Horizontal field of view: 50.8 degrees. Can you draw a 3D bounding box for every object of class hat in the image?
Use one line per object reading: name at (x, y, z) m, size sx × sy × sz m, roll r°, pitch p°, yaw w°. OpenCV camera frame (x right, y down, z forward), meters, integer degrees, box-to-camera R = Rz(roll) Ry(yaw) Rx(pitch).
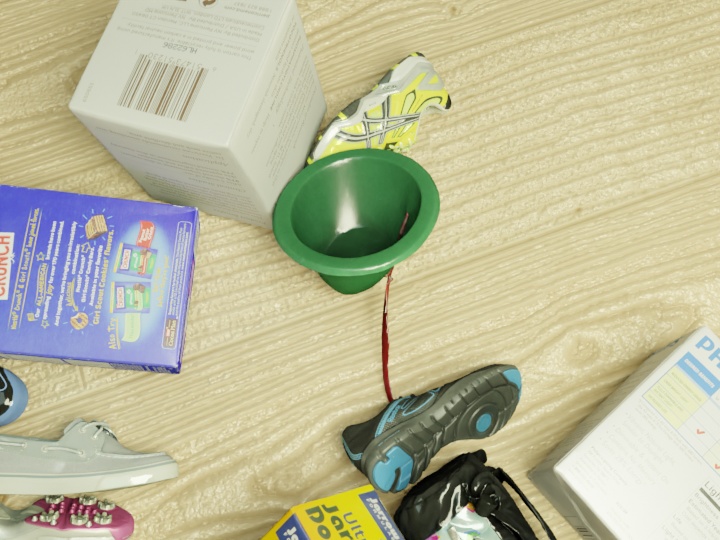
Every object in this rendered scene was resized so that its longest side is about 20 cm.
hat at (0.000, 0.000, 0.806) m, size 0.165 × 0.176 × 0.200 m, roll 15°, pitch 54°, yaw 20°

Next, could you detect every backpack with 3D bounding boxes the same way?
backpack at (0.117, 0.276, 0.686) m, size 0.126 × 0.167 × 0.200 m, roll -34°, pitch 79°, yaw 10°

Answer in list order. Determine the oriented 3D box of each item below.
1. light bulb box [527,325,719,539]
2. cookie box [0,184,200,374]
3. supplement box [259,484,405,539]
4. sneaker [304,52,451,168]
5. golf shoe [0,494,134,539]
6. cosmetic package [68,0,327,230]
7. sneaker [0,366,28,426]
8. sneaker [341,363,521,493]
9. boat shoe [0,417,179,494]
light bulb box at (0.304, 0.197, 0.713) m, size 0.200 × 0.125 × 0.198 m, roll -39°, pitch 77°, yaw -11°
cookie box at (-0.275, 0.011, 0.776) m, size 0.199 × 0.075 × 0.172 m, roll 7°, pitch 74°, yaw -9°
supplement box at (-0.051, 0.290, 0.636) m, size 0.200 × 0.109 × 0.109 m, roll -50°, pitch 61°, yaw 23°
sneaker at (0.019, -0.154, 0.842) m, size 0.200 × 0.075 × 0.076 m, roll -44°, pitch 88°, yaw -6°
golf shoe at (-0.317, 0.267, 0.728) m, size 0.199 × 0.075 × 0.092 m, roll -1°, pitch 95°, yaw -2°
cosmetic package at (-0.149, -0.166, 0.768) m, size 0.167 × 0.200 × 0.167 m, roll 15°, pitch 74°, yaw 12°
sneaker at (-0.423, 0.097, 0.726) m, size 0.199 × 0.078 × 0.070 m, roll 18°, pitch 74°, yaw 4°
sneaker at (0.074, 0.139, 0.754) m, size 0.200 × 0.082 × 0.073 m, roll -22°, pitch 115°, yaw -26°
boat shoe at (-0.278, 0.180, 0.744) m, size 0.200 × 0.070 × 0.072 m, roll -2°, pitch 78°, yaw 2°
